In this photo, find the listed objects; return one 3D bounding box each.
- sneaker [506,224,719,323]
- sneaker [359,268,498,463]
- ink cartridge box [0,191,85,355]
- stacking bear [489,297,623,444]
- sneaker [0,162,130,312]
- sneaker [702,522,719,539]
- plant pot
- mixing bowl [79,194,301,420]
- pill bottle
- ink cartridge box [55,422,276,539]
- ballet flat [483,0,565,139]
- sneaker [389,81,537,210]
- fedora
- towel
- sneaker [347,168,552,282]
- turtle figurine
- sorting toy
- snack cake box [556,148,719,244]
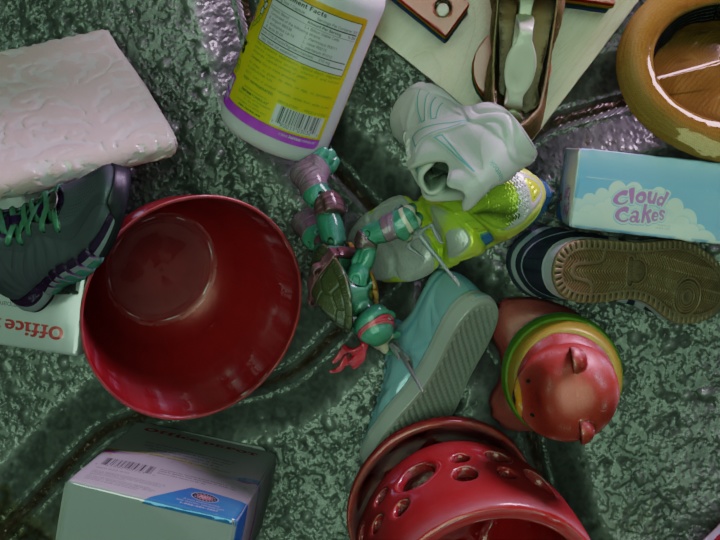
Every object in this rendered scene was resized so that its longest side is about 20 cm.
[{"bbox_3d":[0.224,0.001,1.019,0.197,0.108,0.072,8,92,-27],"label":"sneaker"},{"bbox_3d":[0.051,0.089,1.041,0.202,0.073,0.082,-58,45,16],"label":"sneaker"},{"bbox_3d":[-0.301,-0.033,1.042,0.143,0.083,0.204,7,94,4],"label":"ink cartridge box"},{"bbox_3d":[0.167,0.091,0.954,0.111,0.200,0.124,-1,93,4],"label":"stacking bear"},{"bbox_3d":[-0.259,-0.028,0.906,0.087,0.076,0.199,21,140,-32],"label":"sneaker"},{"bbox_3d":[0.355,0.228,0.991,0.071,0.112,0.202,31,95,1],"label":"sneaker"},{"bbox_3d":[0.087,0.239,0.963,0.196,0.183,0.204,-3,110,-8],"label":"plant pot"},{"bbox_3d":[-0.160,0.016,1.003,0.197,0.108,0.204,-11,115,-24],"label":"mixing bowl"},{"bbox_3d":[-0.043,-0.204,0.980,0.103,0.104,0.203,25,110,3],"label":"pill bottle"},{"bbox_3d":[-0.162,0.207,0.988,0.142,0.200,0.086,12,98,4],"label":"ink cartridge box"},{"bbox_3d":[0.134,-0.204,0.935,0.066,0.072,0.204,8,94,3],"label":"ballet flat"},{"bbox_3d":[0.064,-0.105,0.956,0.080,0.200,0.071,-44,116,-8],"label":"sneaker"},{"bbox_3d":[0.311,-0.157,0.974,0.196,0.082,0.204,0,64,0],"label":"fedora"},{"bbox_3d":[-0.279,-0.131,0.971,0.197,0.192,0.033,-18,135,-21],"label":"towel"},{"bbox_3d":[0.087,-0.039,1.022,0.198,0.104,0.077,-15,87,35],"label":"sneaker"},{"bbox_3d":[0.000,0.000,0.956,0.201,0.099,0.151,58,141,33],"label":"turtle figurine"},{"bbox_3d":[0.129,-0.246,1.004,0.198,0.070,0.201,38,95,1],"label":"sorting toy"},{"bbox_3d":[0.274,-0.063,0.979,0.196,0.115,0.069,7,98,4],"label":"snack cake box"}]
